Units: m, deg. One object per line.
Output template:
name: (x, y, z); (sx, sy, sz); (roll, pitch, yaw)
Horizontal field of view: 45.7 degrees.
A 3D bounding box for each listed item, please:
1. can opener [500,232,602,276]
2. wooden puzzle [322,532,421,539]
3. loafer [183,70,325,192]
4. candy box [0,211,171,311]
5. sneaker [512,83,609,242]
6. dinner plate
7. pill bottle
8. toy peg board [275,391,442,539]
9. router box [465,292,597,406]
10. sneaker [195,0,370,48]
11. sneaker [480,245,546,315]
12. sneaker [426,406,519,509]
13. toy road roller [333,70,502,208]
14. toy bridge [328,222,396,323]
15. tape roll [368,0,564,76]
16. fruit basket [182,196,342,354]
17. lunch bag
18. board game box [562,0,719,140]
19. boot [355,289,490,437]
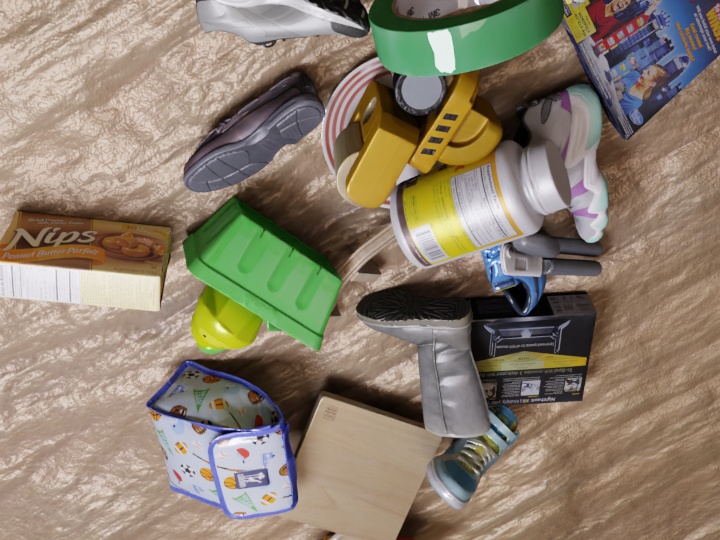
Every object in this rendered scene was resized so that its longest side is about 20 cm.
can opener: (0.247, -0.017, 1.078); (0.197, 0.066, 0.054); (3, 91, -43)
wooden puzzle: (0.010, 0.458, 1.392); (0.196, 0.047, 0.185); (17, 144, -20)
loafer: (-0.130, -0.163, 1.014); (0.197, 0.064, 0.072); (-29, 151, 18)
candy box: (-0.337, -0.012, 1.049); (0.195, 0.116, 0.056); (5, 122, -8)
sneaker: (0.229, -0.120, 1.056); (0.136, 0.078, 0.204); (-11, 114, 5)
dinner plate: (0.050, -0.169, 1.036); (0.195, 0.024, 0.204); (-2, 122, -3)
pill bottle: (0.139, -0.081, 0.993); (0.197, 0.110, 0.110); (-18, 124, 28)
toy peg board: (-0.010, 0.283, 1.292); (0.196, 0.098, 0.203); (20, 104, -15)
router box: (0.225, 0.115, 1.212); (0.195, 0.053, 0.160); (-2, 123, -3)
sneaker: (-0.085, -0.282, 0.932); (0.195, 0.075, 0.080); (10, 131, -3)
sneaker: (0.183, -0.028, 1.094); (0.065, 0.079, 0.201); (-8, 129, 38)
sneaker: (0.169, 0.258, 1.236); (0.079, 0.200, 0.131); (42, 105, 6)
toy road roller: (0.068, -0.155, 0.958); (0.144, 0.124, 0.202); (24, 117, -19)
toy bridge: (0.000, 0.000, 1.116); (0.200, 0.027, 0.067); (-47, 157, 22)
tape roll: (0.107, -0.266, 0.872); (0.196, 0.202, 0.049); (-15, 124, 5)
fruit basket: (-0.148, 0.037, 1.090); (0.210, 0.156, 0.221); (-5, 109, -14)
lunch bag: (-0.181, 0.243, 1.181); (0.196, 0.124, 0.173); (13, 129, 23)
board game box: (0.339, -0.287, 0.961); (0.197, 0.062, 0.201); (-31, 120, 13)
boot: (0.088, 0.131, 1.175); (0.178, 0.073, 0.203); (9, 130, 26)
